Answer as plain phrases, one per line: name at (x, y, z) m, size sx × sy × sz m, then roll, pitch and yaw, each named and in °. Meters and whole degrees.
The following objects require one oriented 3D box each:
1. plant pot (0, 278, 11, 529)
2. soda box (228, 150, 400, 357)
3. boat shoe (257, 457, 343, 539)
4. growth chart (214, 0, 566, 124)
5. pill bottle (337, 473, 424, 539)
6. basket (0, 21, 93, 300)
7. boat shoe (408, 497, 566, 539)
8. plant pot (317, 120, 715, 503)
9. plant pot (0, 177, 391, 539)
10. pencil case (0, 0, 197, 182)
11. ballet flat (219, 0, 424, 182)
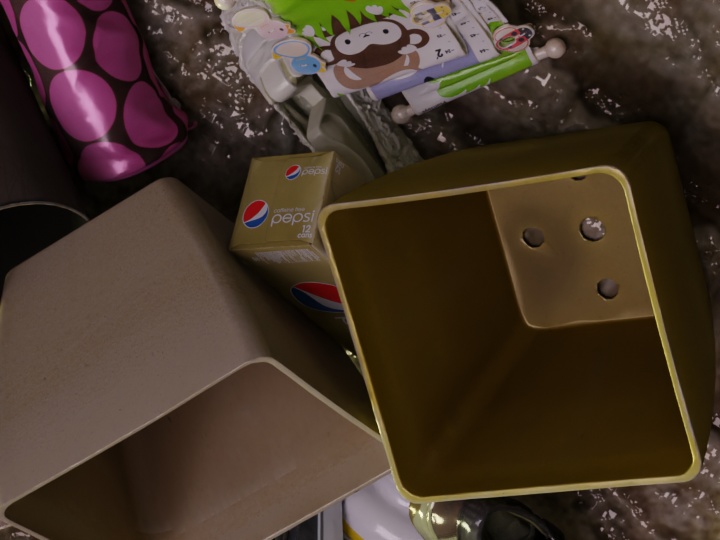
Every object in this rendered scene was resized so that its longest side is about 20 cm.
plant pot at (-0.265, 0.073, 1.776) m, size 0.186 × 0.187 × 0.201 m, roll -19°, pitch 91°, yaw 30°
soda box at (0.000, 0.000, 1.603) m, size 0.064 × 0.068 × 0.200 m, roll -3°, pitch 152°, yaw 31°
boat shoe at (-0.048, 0.141, 1.684) m, size 0.056 × 0.201 × 0.069 m, roll 9°, pitch 150°, yaw -24°
growth chart at (0.016, -0.150, 1.545) m, size 0.144 × 0.018 × 0.200 m, roll -26°, pitch 145°, yaw 27°
pill bottle at (0.020, 0.186, 1.724) m, size 0.111 × 0.111 × 0.201 m, roll 31°, pitch 122°, yaw 8°
basket at (-0.264, -0.071, 1.672) m, size 0.201 × 0.135 × 0.181 m, roll 68°, pitch 151°, yaw 28°
boat shoe at (0.103, 0.193, 1.659) m, size 0.066 × 0.072 × 0.201 m, roll 37°, pitch 174°, yaw 44°
plant pot at (0.118, 0.008, 1.557) m, size 0.199 × 0.176 × 0.201 m, roll -8°, pitch 110°, yaw 26°
plant pot at (-0.119, 0.063, 1.601) m, size 0.199 × 0.200 × 0.178 m, roll -30°, pitch 57°, yaw 15°
pencil case at (-0.181, -0.161, 1.666) m, size 0.091 × 0.093 × 0.201 m, roll 12°, pitch 126°, yaw 62°
ballet flat at (-0.025, -0.110, 1.632) m, size 0.072 × 0.072 × 0.200 m, roll -37°, pitch 94°, yaw 33°
